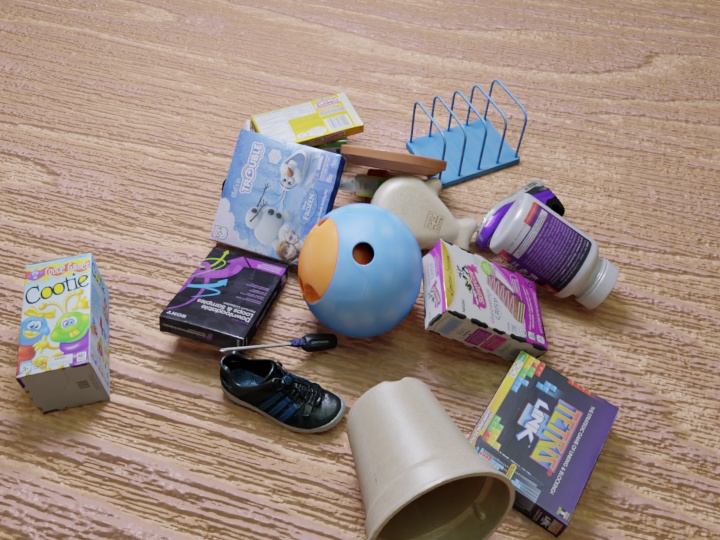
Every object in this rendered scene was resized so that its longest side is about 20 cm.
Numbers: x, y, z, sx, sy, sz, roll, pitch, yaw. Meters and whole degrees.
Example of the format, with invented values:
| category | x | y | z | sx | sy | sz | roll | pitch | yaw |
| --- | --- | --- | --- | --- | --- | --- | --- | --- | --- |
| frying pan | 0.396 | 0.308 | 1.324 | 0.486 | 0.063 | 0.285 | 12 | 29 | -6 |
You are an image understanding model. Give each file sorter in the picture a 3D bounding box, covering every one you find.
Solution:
| category | x | y | z | sx | sy | sz | roll | pitch | yaw |
| --- | --- | --- | --- | --- | --- | --- | --- | --- | --- |
| file sorter | 0.209 | -0.277 | 1.286 | 0.195 | 0.124 | 0.140 | -19 | 54 | -16 |

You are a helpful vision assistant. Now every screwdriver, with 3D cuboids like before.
| category | x | y | z | sx | sy | sz | roll | pitch | yaw |
| --- | --- | --- | --- | --- | --- | --- | --- | --- | --- |
| screwdriver | -0.119 | 0.109 | 0.980 | 0.196 | 0.030 | 0.028 | 5 | 20 | -37 |

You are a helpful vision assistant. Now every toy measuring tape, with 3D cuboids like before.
| category | x | y | z | sx | sy | sz | roll | pitch | yaw |
| --- | --- | --- | --- | --- | --- | --- | --- | --- | --- |
| toy measuring tape | -0.006 | -0.157 | 1.208 | 0.194 | 0.074 | 0.075 | 4 | 50 | -14 |

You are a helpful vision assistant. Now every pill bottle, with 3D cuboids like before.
| category | x | y | z | sx | sy | sz | roll | pitch | yaw |
| --- | --- | --- | --- | --- | --- | --- | --- | --- | --- |
| pill bottle | 0.323 | -0.027 | 1.080 | 0.198 | 0.112 | 0.112 | 35 | 55 | 0 |

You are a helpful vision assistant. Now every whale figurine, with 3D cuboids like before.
| category | x | y | z | sx | sy | sz | roll | pitch | yaw |
| --- | --- | --- | --- | --- | --- | --- | --- | --- | --- |
| whale figurine | 0.107 | -0.086 | 1.157 | 0.195 | 0.104 | 0.163 | 19 | 84 | -11 |

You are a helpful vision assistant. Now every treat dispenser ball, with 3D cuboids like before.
| category | x | y | z | sx | sy | sz | roll | pitch | yaw |
| --- | --- | --- | --- | --- | --- | --- | --- | --- | --- |
| treat dispenser ball | 0.000 | 0.000 | 1.008 | 0.194 | 0.204 | 0.205 | 1 | 51 | -1 |

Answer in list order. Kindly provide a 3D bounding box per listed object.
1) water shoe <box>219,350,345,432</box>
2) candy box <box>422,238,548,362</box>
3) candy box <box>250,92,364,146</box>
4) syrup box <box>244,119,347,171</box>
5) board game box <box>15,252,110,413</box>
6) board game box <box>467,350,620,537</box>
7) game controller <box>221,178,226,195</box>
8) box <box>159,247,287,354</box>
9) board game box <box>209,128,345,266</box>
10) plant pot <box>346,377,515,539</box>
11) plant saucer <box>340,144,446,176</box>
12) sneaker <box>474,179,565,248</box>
| category | x | y | z | sx | sy | sz | roll | pitch | yaw |
| --- | --- | --- | --- | --- | --- | --- | --- | --- | --- |
| water shoe | -0.117 | 0.176 | 0.943 | 0.194 | 0.080 | 0.073 | 13 | 52 | 8 |
| candy box | 0.192 | 0.051 | 1.013 | 0.196 | 0.061 | 0.139 | 20 | 48 | -22 |
| candy box | -0.100 | -0.277 | 1.233 | 0.195 | 0.027 | 0.103 | -18 | 54 | -16 |
| syrup box | -0.126 | -0.244 | 1.275 | 0.194 | 0.080 | 0.083 | -5 | 52 | -6 |
| board game box | -0.444 | 0.091 | 0.982 | 0.100 | 0.106 | 0.203 | -10 | 52 | -10 |
| board game box | 0.253 | 0.238 | 0.924 | 0.163 | 0.057 | 0.201 | 28 | 56 | 20 |
| game controller | -0.163 | -0.150 | 1.223 | 0.194 | 0.043 | 0.106 | -4 | 52 | -6 |
| box | -0.213 | 0.042 | 1.042 | 0.139 | 0.037 | 0.202 | 13 | 37 | 7 |
| board game box | -0.145 | -0.124 | 1.137 | 0.194 | 0.043 | 0.206 | 15 | 87 | 12 |
| plant pot | 0.068 | 0.250 | 0.837 | 0.195 | 0.204 | 0.185 | -14 | 42 | -14 |
| plant saucer | 0.059 | -0.198 | 1.181 | 0.194 | 0.033 | 0.200 | 9 | 8 | -1 |
| sneaker | 0.297 | -0.087 | 1.173 | 0.198 | 0.070 | 0.099 | -33 | 62 | -25 |
